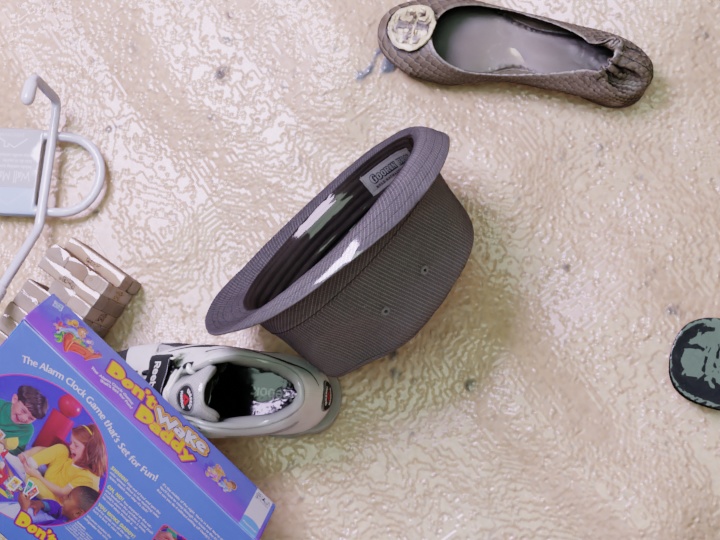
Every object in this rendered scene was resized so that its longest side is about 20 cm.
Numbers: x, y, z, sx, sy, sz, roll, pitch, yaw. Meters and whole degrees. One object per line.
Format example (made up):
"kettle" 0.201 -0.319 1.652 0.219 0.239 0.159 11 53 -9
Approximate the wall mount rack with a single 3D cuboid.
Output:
"wall mount rack" -0.292 -0.054 0.881 0.197 0.075 0.176 3 77 11

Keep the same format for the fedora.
"fedora" 0.000 0.000 0.802 0.200 0.177 0.090 -45 105 -7

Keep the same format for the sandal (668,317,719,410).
"sandal" 0.298 0.076 0.779 0.198 0.048 0.076 8 81 11

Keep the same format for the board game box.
"board game box" -0.172 0.134 0.788 0.200 0.045 0.134 45 112 -6

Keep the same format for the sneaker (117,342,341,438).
"sneaker" -0.118 0.080 0.825 0.197 0.089 0.075 -5 80 9

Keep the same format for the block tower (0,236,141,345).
"block tower" -0.241 0.073 0.862 0.058 0.054 0.201 33 85 14

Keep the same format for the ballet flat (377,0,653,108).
"ballet flat" 0.106 -0.156 0.854 0.198 0.046 0.068 15 81 11
